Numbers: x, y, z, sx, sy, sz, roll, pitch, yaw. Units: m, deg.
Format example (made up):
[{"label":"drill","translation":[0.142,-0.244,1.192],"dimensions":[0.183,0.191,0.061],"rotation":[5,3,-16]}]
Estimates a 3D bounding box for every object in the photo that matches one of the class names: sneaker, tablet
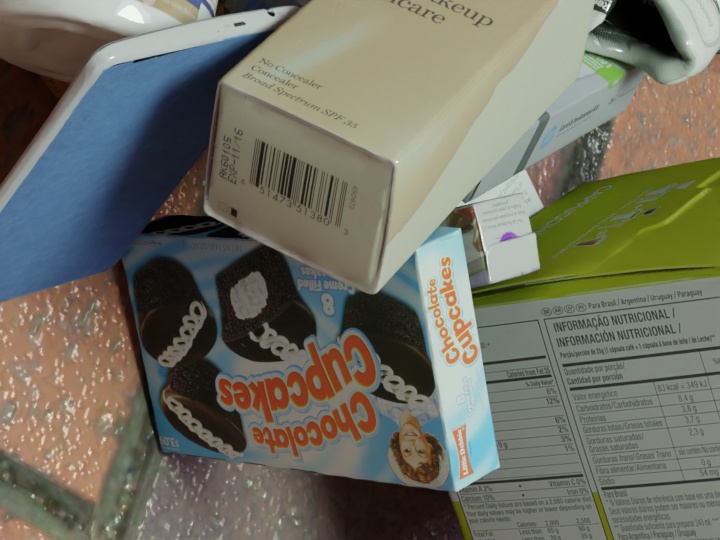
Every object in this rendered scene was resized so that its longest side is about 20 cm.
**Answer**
[{"label":"sneaker","translation":[0.103,-0.163,1.360],"dimensions":[0.200,0.075,0.081],"rotation":[28,37,1]},{"label":"tablet","translation":[-0.116,-0.047,1.181],"dimensions":[0.130,0.200,0.014],"rotation":[-18,68,-46]}]

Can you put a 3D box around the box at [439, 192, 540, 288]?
[{"label":"box","translation":[0.000,0.000,1.276],"dimensions":[0.041,0.200,0.039],"rotation":[-12,90,-46]}]

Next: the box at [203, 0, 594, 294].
[{"label":"box","translation":[0.022,-0.086,1.178],"dimensions":[0.200,0.095,0.078],"rotation":[-48,156,-44]}]

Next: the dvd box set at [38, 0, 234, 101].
[{"label":"dvd box set","translation":[-0.121,-0.158,1.283],"dimensions":[0.200,0.029,0.146],"rotation":[55,53,-29]}]

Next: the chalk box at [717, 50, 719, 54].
[{"label":"chalk box","translation":[0.268,-0.218,1.562],"dimensions":[0.124,0.200,0.124],"rotation":[48,56,-32]}]

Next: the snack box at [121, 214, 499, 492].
[{"label":"snack box","translation":[-0.027,0.036,1.241],"dimensions":[0.037,0.200,0.116],"rotation":[-24,109,-43]}]

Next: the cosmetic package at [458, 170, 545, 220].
[{"label":"cosmetic package","translation":[0.058,0.013,1.407],"dimensions":[0.074,0.102,0.200],"rotation":[-50,122,-37]}]

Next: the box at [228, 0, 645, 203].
[{"label":"box","translation":[0.045,-0.116,1.343],"dimensions":[0.200,0.156,0.041],"rotation":[-29,151,-58]}]

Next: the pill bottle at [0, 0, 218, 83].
[{"label":"pill bottle","translation":[-0.106,-0.191,1.197],"dimensions":[0.111,0.111,0.200],"rotation":[25,71,-42]}]

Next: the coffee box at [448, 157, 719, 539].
[{"label":"coffee box","translation":[0.172,0.062,1.299],"dimensions":[0.200,0.200,0.198],"rotation":[-34,109,-48]}]
